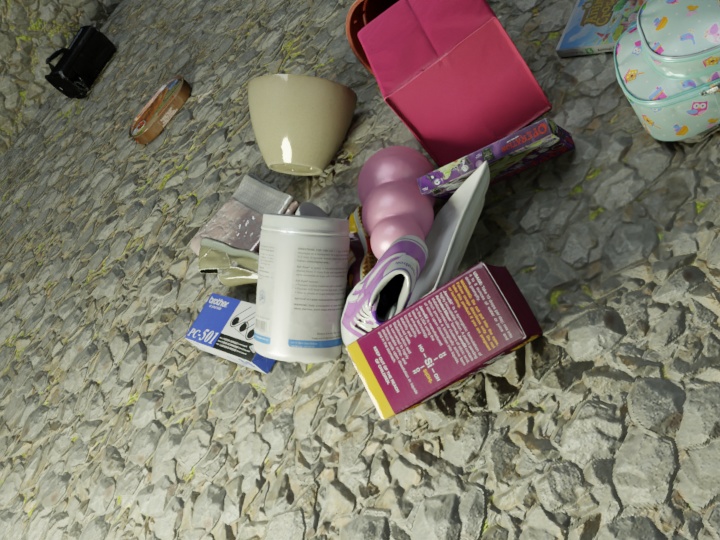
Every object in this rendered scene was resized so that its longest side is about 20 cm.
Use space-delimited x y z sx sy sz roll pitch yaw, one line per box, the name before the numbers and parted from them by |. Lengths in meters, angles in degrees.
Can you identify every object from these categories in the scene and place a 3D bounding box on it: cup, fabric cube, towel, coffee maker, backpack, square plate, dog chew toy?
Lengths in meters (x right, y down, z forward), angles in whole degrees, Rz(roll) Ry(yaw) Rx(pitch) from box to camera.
cup | -0.111 -0.252 1.444 0.199 0.199 0.145 2 84 43
fabric cube | 0.140 -0.307 1.235 0.199 0.196 0.200 -33 43 15
towel | -0.222 -0.085 1.508 0.192 0.032 0.200 -53 39 -6
coffee maker | -0.849 -0.642 2.486 0.191 0.135 0.201 19 71 24
backpack | 0.416 -0.266 0.989 0.199 0.153 0.177 -30 47 30
square plate | 0.111 -0.027 1.091 0.201 0.028 0.198 -65 5 -21
dog chew toy | 0.055 -0.088 1.182 0.124 0.125 0.201 -23 44 27

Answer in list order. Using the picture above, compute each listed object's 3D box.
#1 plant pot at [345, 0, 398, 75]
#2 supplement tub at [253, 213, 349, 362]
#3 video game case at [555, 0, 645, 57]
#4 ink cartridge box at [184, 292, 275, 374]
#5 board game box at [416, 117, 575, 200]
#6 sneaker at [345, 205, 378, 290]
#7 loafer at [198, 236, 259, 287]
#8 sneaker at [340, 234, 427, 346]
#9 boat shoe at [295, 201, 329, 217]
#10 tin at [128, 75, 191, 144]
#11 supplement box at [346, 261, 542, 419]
plant pot | 0.104 -0.462 1.413 0.199 0.201 0.196 -2 49 41
supplement tub | -0.084 0.022 1.154 0.131 0.131 0.202 10 96 46
video game case | 0.409 -0.412 1.213 0.181 0.022 0.201 6 63 45
ink cartridge box | -0.202 0.101 1.324 0.199 0.044 0.095 10 63 46
board game box | 0.190 -0.150 1.123 0.199 0.120 0.033 -23 82 28
sneaker | 0.000 0.000 1.214 0.090 0.075 0.201 -41 36 34
loafer | -0.203 0.000 1.379 0.199 0.075 0.070 17 84 34
sneaker | 0.016 0.054 1.059 0.115 0.072 0.201 -67 4 -55
boat shoe | -0.085 -0.037 1.314 0.068 0.073 0.200 -50 31 27
tin | -0.505 -0.404 2.026 0.200 0.042 0.112 -51 35 -4
supplement box | 0.104 0.084 0.972 0.199 0.131 0.104 -33 76 18
